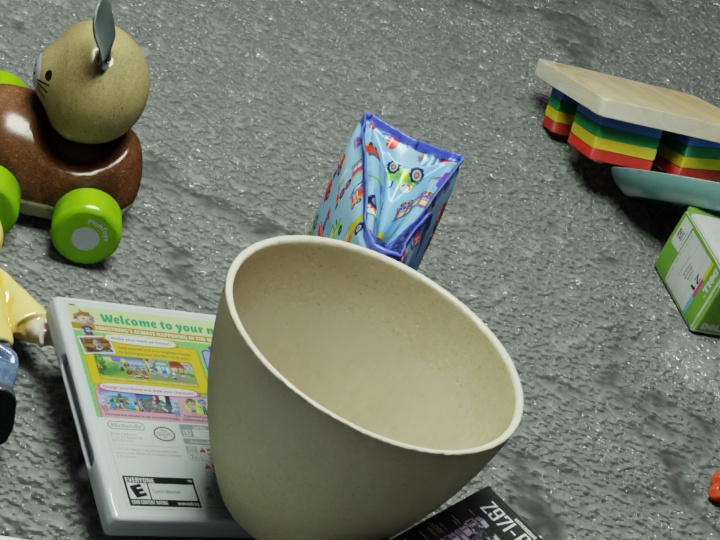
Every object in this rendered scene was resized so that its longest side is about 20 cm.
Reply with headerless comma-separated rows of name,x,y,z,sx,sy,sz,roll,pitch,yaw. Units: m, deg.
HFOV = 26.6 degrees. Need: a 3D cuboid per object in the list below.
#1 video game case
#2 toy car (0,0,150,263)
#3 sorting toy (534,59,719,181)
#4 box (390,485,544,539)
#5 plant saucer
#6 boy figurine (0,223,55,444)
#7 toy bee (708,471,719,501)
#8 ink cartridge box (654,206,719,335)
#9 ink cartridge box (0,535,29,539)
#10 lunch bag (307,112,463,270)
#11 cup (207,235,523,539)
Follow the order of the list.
video game case,-0.103,0.101,1.034,0.198,0.022,0.183,8,43,-36
toy car,-0.225,-0.140,1.160,0.156,0.201,0.165,13,34,-17
sorting toy,0.298,-0.150,1.604,0.197,0.070,0.200,10,16,-17
box,0.084,0.250,0.928,0.200,0.087,0.163,42,37,24
plant saucer,0.347,-0.073,1.533,0.198,0.028,0.200,11,4,-1
boy figurine,-0.263,0.029,1.028,0.123,0.065,0.201,10,40,-20
toy bee,0.341,0.169,1.221,0.130,0.108,0.201,-15,74,-55
ink cartridge box,0.384,0.040,1.433,0.146,0.076,0.201,10,37,-23
ink cartridge box,-0.196,0.197,0.813,0.199,0.051,0.109,17,31,-36
lunch bag,0.000,0.000,1.160,0.093,0.151,0.201,23,33,-3
cup,-0.018,0.096,0.956,0.198,0.144,0.201,22,28,-12
